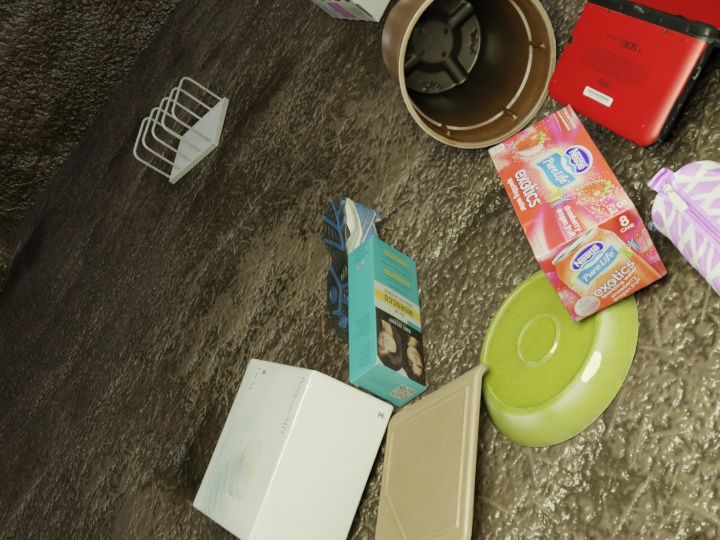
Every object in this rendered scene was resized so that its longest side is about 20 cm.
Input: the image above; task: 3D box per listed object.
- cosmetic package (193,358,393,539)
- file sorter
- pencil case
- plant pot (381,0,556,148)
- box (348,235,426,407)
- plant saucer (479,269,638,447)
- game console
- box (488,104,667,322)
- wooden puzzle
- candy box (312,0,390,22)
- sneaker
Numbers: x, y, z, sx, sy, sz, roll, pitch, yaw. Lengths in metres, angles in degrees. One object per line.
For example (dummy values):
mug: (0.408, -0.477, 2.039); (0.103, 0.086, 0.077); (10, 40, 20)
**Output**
cosmetic package: (-0.086, 0.226, 1.092); (0.199, 0.122, 0.202); (-2, 64, 61)
file sorter: (-0.415, -0.324, 2.087); (0.199, 0.124, 0.140); (-30, 41, 43)
pencil case: (0.310, -0.017, 0.736); (0.084, 0.085, 0.201); (-49, 33, 17)
plant pot: (0.119, -0.281, 1.164); (0.201, 0.199, 0.199); (-54, 23, 11)
box: (0.030, 0.058, 1.110); (0.049, 0.082, 0.202); (-37, 38, 33)
plant saucer: (0.185, 0.074, 0.908); (0.199, 0.031, 0.202); (-39, 37, 36)
game console: (0.308, -0.212, 0.907); (0.174, 0.117, 0.200); (-66, 27, 16)
box: (0.206, -0.061, 0.889); (0.099, 0.096, 0.201); (-28, 35, 14)
wooden puzzle: (0.072, 0.213, 0.942); (0.185, 0.037, 0.202); (-41, 29, 52)
candy box: (0.007, -0.551, 1.673); (0.169, 0.071, 0.200); (-61, 30, 1)
sneaker: (0.000, 0.000, 1.221); (0.075, 0.076, 0.203); (-20, 67, 53)
